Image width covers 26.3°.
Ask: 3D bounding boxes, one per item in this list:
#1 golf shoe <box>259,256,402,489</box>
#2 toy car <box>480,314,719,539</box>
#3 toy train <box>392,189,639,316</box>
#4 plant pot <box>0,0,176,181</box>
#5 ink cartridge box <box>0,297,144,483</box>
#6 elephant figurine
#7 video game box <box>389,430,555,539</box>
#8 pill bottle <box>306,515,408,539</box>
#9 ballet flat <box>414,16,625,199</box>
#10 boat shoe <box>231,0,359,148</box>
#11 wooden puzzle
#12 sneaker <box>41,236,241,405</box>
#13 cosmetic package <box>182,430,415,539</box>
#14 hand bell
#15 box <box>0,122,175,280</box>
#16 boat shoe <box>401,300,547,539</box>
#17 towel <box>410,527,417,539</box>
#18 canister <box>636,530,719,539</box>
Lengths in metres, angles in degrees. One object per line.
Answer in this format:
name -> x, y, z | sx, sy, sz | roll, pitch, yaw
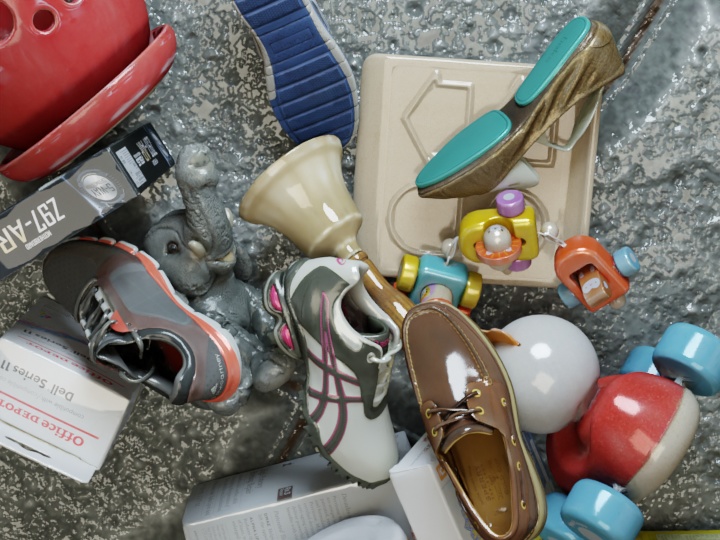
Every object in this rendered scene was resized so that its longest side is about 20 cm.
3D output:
golf shoe -> -0.006, 0.083, 1.210 | 0.088, 0.077, 0.201 | -12, 111, 33
toy car -> 0.162, 0.102, 1.251 | 0.200, 0.177, 0.185 | 34, 74, 1
toy train -> 0.120, 0.020, 1.261 | 0.199, 0.056, 0.150 | -28, 120, 24
plant pot -> -0.254, -0.187, 1.201 | 0.200, 0.201, 0.183 | -39, 107, 8
ink cartridge box -> -0.240, 0.093, 1.249 | 0.117, 0.200, 0.068 | 26, 100, -5
elephant figurine -> -0.134, 0.011, 1.265 | 0.155, 0.142, 0.200 | -34, 99, 4
video game box -> 0.111, 0.211, 1.280 | 0.047, 0.182, 0.201 | -17, 103, 32
pill bottle -> 0.020, 0.309, 1.243 | 0.112, 0.112, 0.201 | -22, 107, 5
ballet flat -> 0.135, -0.113, 1.236 | 0.200, 0.068, 0.072 | -45, 113, 7
boat shoe -> -0.051, -0.189, 1.253 | 0.072, 0.073, 0.201 | -17, 126, 6
wooden puzzle -> 0.095, -0.084, 1.293 | 0.199, 0.046, 0.186 | 5, 101, 4
sneaker -> -0.183, 0.037, 1.184 | 0.200, 0.082, 0.077 | 30, 115, 25
cosmetic package -> -0.045, 0.207, 1.321 | 0.199, 0.102, 0.074 | -16, 102, 2
hand bell -> 0.000, 0.000, 1.242 | 0.104, 0.104, 0.200 | -40, 75, 8
box -> -0.236, -0.051, 1.221 | 0.160, 0.200, 0.044 | -31, 98, 6
boat shoe -> 0.084, 0.115, 1.166 | 0.072, 0.068, 0.201 | -24, 80, 13
towel -> 0.105, 0.268, 1.314 | 0.030, 0.146, 0.201 | -17, 101, 28
canister -> 0.341, 0.296, 1.344 | 0.199, 0.087, 0.149 | -1, 101, 2
